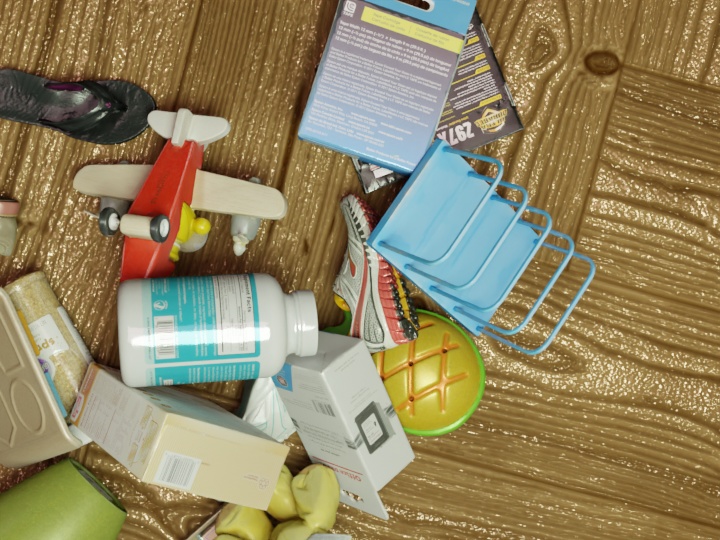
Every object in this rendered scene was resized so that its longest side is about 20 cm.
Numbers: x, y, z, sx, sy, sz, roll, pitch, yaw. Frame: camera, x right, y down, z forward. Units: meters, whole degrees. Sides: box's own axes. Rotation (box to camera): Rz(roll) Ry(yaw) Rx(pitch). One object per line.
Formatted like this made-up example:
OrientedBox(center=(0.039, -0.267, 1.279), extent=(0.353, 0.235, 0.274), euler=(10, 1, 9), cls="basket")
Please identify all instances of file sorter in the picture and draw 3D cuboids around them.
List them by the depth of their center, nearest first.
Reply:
OrientedBox(center=(0.137, -0.019, 1.093), extent=(0.200, 0.123, 0.139), euler=(40, 82, -36), cls="file sorter")

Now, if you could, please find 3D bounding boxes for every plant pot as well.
OrientedBox(center=(-0.363, 0.312, 1.124), extent=(0.187, 0.187, 0.200), euler=(44, 78, -2), cls="plant pot")

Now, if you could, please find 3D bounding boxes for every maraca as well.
OrientedBox(center=(0.047, 0.103, 1.159), extent=(0.200, 0.107, 0.137), euler=(32, 81, 18), cls="maraca")

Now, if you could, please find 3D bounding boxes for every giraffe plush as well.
OrientedBox(center=(-0.053, 0.329, 1.130), extent=(0.173, 0.200, 0.162), euler=(-48, 127, -25), cls="giraffe plush")

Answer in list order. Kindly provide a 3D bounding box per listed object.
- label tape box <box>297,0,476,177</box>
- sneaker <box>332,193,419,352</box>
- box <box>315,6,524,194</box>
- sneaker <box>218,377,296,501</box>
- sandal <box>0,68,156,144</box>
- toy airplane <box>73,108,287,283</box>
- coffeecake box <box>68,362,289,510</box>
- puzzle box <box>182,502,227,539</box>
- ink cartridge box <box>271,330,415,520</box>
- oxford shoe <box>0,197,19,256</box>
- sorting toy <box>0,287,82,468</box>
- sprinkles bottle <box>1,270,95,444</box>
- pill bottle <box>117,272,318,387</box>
OrientedBox(center=(0.028, -0.218, 1.118), extent=(0.143, 0.066, 0.201), euler=(18, 90, -3), cls="label tape box")
OrientedBox(center=(0.000, 0.000, 1.136), extent=(0.082, 0.078, 0.201), euler=(-24, 55, 18), cls="sneaker")
OrientedBox(center=(0.067, -0.198, 1.174), extent=(0.199, 0.049, 0.160), euler=(-23, 95, 0), cls="box")
OrientedBox(center=(-0.113, 0.182, 1.175), extent=(0.080, 0.070, 0.201), euler=(22, 98, -22), cls="sneaker")
OrientedBox(center=(-0.337, -0.188, 1.168), extent=(0.200, 0.048, 0.076), euler=(6, 92, 0), cls="sandal")
OrientedBox(center=(-0.206, -0.082, 1.145), extent=(0.199, 0.141, 0.200), euler=(-30, 56, -10), cls="toy airplane")
OrientedBox(center=(-0.196, 0.173, 1.080), extent=(0.153, 0.200, 0.073), euler=(23, 86, -37), cls="coffeecake box")
OrientedBox(center=(-0.131, 0.380, 1.201), extent=(0.133, 0.025, 0.200), euler=(-42, 92, 1), cls="puzzle box")
OrientedBox(center=(-0.017, 0.168, 1.130), extent=(0.067, 0.116, 0.201), euler=(-37, 116, -30), cls="ink cartridge box")
OrientedBox(center=(-0.494, -0.052, 1.161), extent=(0.199, 0.070, 0.075), euler=(4, 97, 0), cls="oxford shoe")
OrientedBox(center=(-0.394, 0.121, 1.137), extent=(0.036, 0.185, 0.200), euler=(-31, 95, -44), cls="sorting toy")
OrientedBox(center=(-0.346, 0.101, 1.168), extent=(0.068, 0.068, 0.200), euler=(-30, 91, 0), cls="sprinkles bottle")
OrientedBox(center=(-0.147, 0.059, 1.049), extent=(0.199, 0.111, 0.111), euler=(-2, 92, -12), cls="pill bottle")
